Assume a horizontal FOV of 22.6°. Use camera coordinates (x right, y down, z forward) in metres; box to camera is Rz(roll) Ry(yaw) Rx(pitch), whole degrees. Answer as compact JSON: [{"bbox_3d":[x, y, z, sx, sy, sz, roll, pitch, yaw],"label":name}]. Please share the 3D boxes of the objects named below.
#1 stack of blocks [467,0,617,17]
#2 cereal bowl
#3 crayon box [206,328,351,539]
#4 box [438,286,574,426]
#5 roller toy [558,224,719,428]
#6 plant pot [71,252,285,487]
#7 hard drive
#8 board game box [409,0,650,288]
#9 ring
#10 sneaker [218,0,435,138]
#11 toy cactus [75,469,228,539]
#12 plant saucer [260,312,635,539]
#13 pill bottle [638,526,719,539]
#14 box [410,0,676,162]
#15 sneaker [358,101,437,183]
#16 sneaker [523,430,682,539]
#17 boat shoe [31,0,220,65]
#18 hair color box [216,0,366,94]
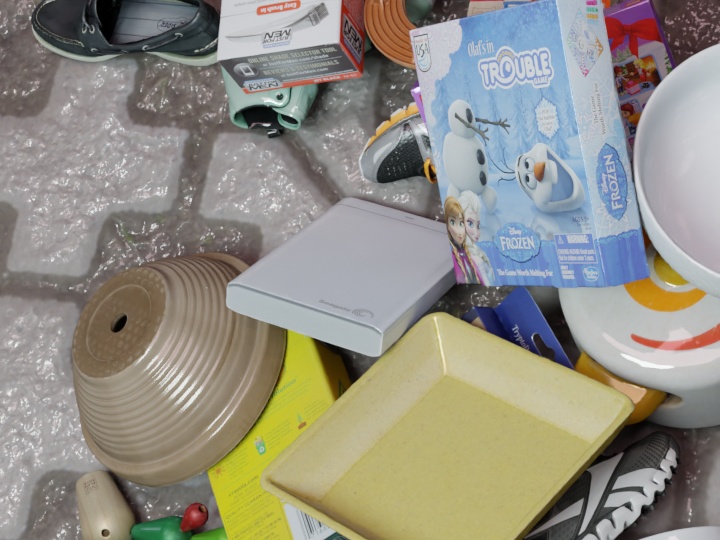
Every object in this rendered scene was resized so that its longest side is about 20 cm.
[{"bbox_3d":[0.157,-0.251,1.496,0.114,0.059,0.201,0,51,12],"label":"stack of blocks"},{"bbox_3d":[0.286,-0.059,1.260,0.198,0.083,0.202,-3,64,5],"label":"cereal bowl"},{"bbox_3d":[-0.056,0.143,1.412,0.127,0.051,0.201,-34,53,17],"label":"crayon box"},{"bbox_3d":[0.078,0.115,1.368,0.200,0.032,0.122,-45,59,29],"label":"box"},{"bbox_3d":[0.241,0.015,1.354,0.198,0.140,0.184,-19,65,9],"label":"roller toy"},{"bbox_3d":[-0.165,0.063,1.441,0.200,0.093,0.202,-22,49,28],"label":"plant pot"},{"bbox_3d":[0.000,0.000,1.416,0.131,0.200,0.027,17,118,21],"label":"hard drive"},{"bbox_3d":[0.117,-0.089,1.300,0.043,0.200,0.201,-13,96,-27],"label":"board game box"},{"bbox_3d":[0.093,-0.238,1.446,0.199,0.019,0.202,-17,46,18],"label":"ring"},{"bbox_3d":[-0.025,-0.178,1.542,0.199,0.074,0.119,-14,63,18],"label":"sneaker"},{"bbox_3d":[-0.195,0.232,1.429,0.199,0.102,0.166,-35,54,10],"label":"toy cactus"},{"bbox_3d":[0.063,0.135,1.268,0.199,0.049,0.200,24,56,40],"label":"plant saucer"},{"bbox_3d":[0.240,0.289,1.260,0.115,0.116,0.202,-14,66,10],"label":"pill bottle"},{"bbox_3d":[0.155,-0.116,1.411,0.199,0.039,0.138,-19,103,15],"label":"box"},{"bbox_3d":[0.095,-0.101,1.479,0.198,0.078,0.078,-15,71,9],"label":"sneaker"},{"bbox_3d":[0.159,0.164,1.316,0.091,0.067,0.200,46,54,6],"label":"sneaker"},{"bbox_3d":[-0.215,-0.227,1.620,0.198,0.066,0.075,14,73,20],"label":"boat shoe"},{"bbox_3d":[-0.053,-0.256,1.508,0.110,0.064,0.202,-6,65,20],"label":"hair color box"}]
